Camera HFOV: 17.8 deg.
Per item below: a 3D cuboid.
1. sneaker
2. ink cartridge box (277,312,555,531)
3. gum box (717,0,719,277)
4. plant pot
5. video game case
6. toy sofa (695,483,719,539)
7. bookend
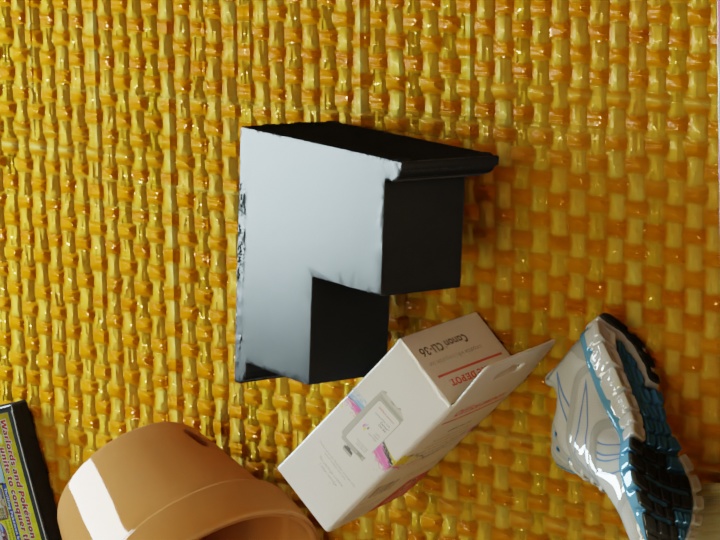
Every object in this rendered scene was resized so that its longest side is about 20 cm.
[{"bbox_3d":[0.179,0.132,1.626,0.087,0.075,0.201,-41,41,29],"label":"sneaker"},{"bbox_3d":[0.043,0.101,1.720,0.068,0.116,0.200,52,121,13],"label":"ink cartridge box"},{"bbox_3d":[0.289,-0.088,1.519,0.066,0.113,0.201,5,103,32],"label":"gum box"},{"bbox_3d":[-0.152,0.217,1.838,0.140,0.200,0.200,50,123,32],"label":"plant pot"},{"bbox_3d":[-0.343,0.228,2.054,0.180,0.025,0.201,-14,92,35],"label":"video game case"},{"bbox_3d":[0.298,0.195,1.600,0.199,0.098,0.083,-6,59,34],"label":"toy sofa"},{"bbox_3d":[0.000,0.000,1.698,0.200,0.092,0.200,14,106,51],"label":"bookend"}]
